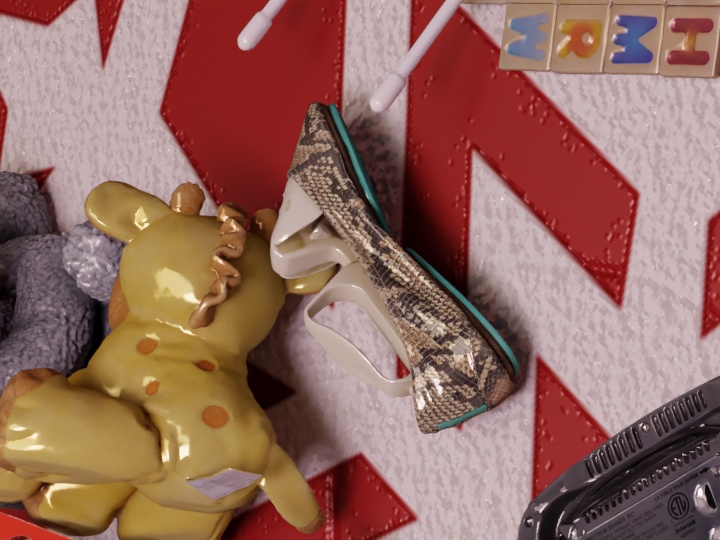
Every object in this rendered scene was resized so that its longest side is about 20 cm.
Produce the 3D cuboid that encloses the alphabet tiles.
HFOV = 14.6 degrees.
[{"bbox_3d":[0.126,-0.175,1.338,0.200,0.006,0.167,6,88,44],"label":"alphabet tiles"}]

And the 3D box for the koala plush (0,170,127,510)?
[{"bbox_3d":[-0.231,0.036,1.516,0.177,0.200,0.184,15,95,44],"label":"koala plush"}]

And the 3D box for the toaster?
[{"bbox_3d":[0.162,0.119,1.175,0.200,0.129,0.114,-37,59,33],"label":"toaster"}]

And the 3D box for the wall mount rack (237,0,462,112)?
[{"bbox_3d":[0.008,-0.181,1.403,0.200,0.075,0.174,29,120,48],"label":"wall mount rack"}]

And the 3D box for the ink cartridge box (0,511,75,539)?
[{"bbox_3d":[-0.194,0.225,1.473,0.162,0.057,0.200,18,122,17],"label":"ink cartridge box"}]

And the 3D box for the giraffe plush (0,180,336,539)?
[{"bbox_3d":[-0.099,0.043,1.433,0.200,0.173,0.162,-13,60,44],"label":"giraffe plush"}]

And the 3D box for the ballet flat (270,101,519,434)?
[{"bbox_3d":[0.000,0.000,1.383,0.075,0.068,0.200,-31,59,-6],"label":"ballet flat"}]
